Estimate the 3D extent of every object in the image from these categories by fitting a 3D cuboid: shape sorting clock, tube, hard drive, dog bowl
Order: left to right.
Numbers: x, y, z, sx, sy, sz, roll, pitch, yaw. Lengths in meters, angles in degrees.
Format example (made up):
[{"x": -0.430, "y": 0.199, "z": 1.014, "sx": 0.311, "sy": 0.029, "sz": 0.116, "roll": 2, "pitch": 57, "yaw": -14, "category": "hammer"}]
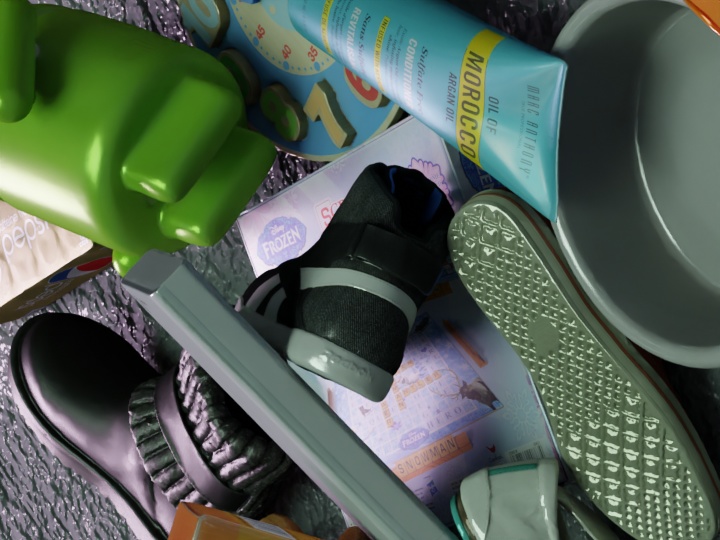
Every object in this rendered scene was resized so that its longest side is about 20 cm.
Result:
[{"x": -0.039, "y": -0.154, "z": 1.531, "sx": 0.199, "sy": 0.039, "sz": 0.201, "roll": 25, "pitch": 122, "yaw": 46, "category": "shape sorting clock"}, {"x": -0.034, "y": 0.071, "z": 1.440, "sx": 0.200, "sy": 0.027, "sz": 0.132, "roll": 47, "pitch": 173, "yaw": -10, "category": "hard drive"}, {"x": 0.038, "y": -0.097, "z": 1.384, "sx": 0.200, "sy": 0.050, "sz": 0.078, "roll": 37, "pitch": 138, "yaw": 47, "category": "tube"}, {"x": 0.156, "y": -0.048, "z": 1.301, "sx": 0.200, "sy": 0.058, "sz": 0.201, "roll": 25, "pitch": 123, "yaw": 46, "category": "dog bowl"}]

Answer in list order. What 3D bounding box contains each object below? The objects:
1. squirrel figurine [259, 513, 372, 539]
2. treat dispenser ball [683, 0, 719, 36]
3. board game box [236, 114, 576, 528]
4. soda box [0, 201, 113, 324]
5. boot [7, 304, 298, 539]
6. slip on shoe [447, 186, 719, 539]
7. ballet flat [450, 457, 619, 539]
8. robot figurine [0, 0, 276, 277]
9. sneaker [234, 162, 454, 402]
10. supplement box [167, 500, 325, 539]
[{"x": -0.044, "y": 0.235, "z": 1.594, "sx": 0.201, "sy": 0.141, "sz": 0.187, "roll": 63, "pitch": 165, "yaw": -5, "category": "squirrel figurine"}, {"x": 0.196, "y": -0.167, "z": 1.082, "sx": 0.200, "sy": 0.200, "sz": 0.202, "roll": 24, "pitch": 122, "yaw": 46, "category": "treat dispenser ball"}, {"x": 0.031, "y": 0.032, "z": 1.510, "sx": 0.200, "sy": 0.041, "sz": 0.201, "roll": -26, "pitch": 83, "yaw": 54, "category": "board game box"}, {"x": -0.190, "y": -0.024, "z": 1.760, "sx": 0.200, "sy": 0.064, "sz": 0.068, "roll": -28, "pitch": 80, "yaw": 53, "category": "soda box"}, {"x": -0.114, "y": 0.067, "z": 1.679, "sx": 0.211, "sy": 0.079, "sz": 0.158, "roll": 45, "pitch": 143, "yaw": 18, "category": "boot"}, {"x": 0.116, "y": 0.043, "z": 1.393, "sx": 0.074, "sy": 0.061, "sz": 0.201, "roll": -32, "pitch": 91, "yaw": 42, "category": "slip on shoe"}, {"x": 0.115, "y": 0.174, "z": 1.424, "sx": 0.069, "sy": 0.069, "sz": 0.201, "roll": 0, "pitch": 127, "yaw": 52, "category": "ballet flat"}, {"x": -0.142, "y": -0.078, "z": 1.580, "sx": 0.199, "sy": 0.116, "sz": 0.176, "roll": 21, "pitch": 161, "yaw": 37, "category": "robot figurine"}, {"x": 0.000, "y": 0.000, "z": 1.456, "sx": 0.112, "sy": 0.073, "sz": 0.200, "roll": -62, "pitch": 15, "yaw": -2, "category": "sneaker"}, {"x": -0.003, "y": 0.176, "z": 1.475, "sx": 0.069, "sy": 0.199, "sz": 0.067, "roll": -168, "pitch": 96, "yaw": -78, "category": "supplement box"}]
